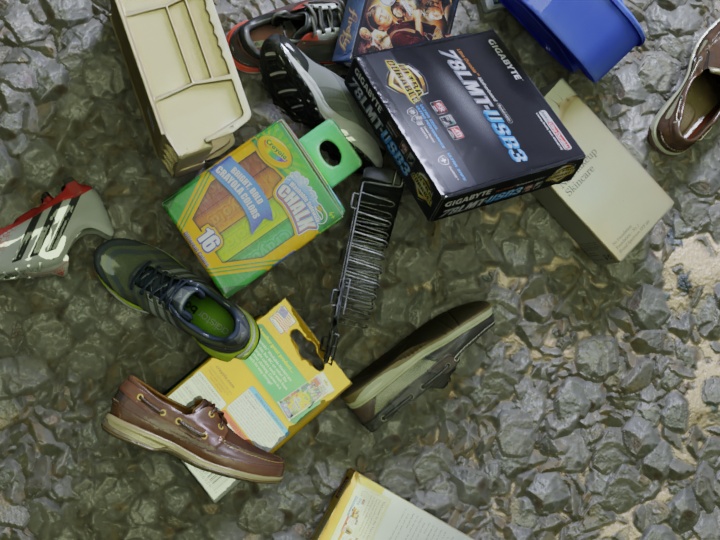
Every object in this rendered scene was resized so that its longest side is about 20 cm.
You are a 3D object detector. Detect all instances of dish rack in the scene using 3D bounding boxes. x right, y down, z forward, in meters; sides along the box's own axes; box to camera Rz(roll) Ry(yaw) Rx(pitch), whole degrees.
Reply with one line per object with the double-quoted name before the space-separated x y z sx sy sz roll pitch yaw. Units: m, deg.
"dish rack" 0.000 0.000 1.370 0.054 0.154 0.202 12 65 0

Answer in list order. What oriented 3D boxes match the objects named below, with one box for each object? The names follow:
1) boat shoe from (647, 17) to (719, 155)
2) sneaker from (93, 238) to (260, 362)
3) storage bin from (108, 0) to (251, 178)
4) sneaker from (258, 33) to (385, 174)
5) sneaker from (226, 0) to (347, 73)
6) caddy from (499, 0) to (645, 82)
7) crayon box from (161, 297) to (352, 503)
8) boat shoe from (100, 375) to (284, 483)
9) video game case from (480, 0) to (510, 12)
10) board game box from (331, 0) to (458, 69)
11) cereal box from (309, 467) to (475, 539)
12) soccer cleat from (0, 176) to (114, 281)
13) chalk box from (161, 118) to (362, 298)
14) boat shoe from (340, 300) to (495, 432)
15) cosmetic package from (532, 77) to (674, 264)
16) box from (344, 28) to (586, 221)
"boat shoe" 0.426 -0.226 1.528 0.074 0.075 0.204 32 82 -9
"sneaker" -0.194 0.023 1.349 0.199 0.081 0.074 29 78 3
"storage bin" -0.191 -0.212 1.332 0.093 0.200 0.201 -20 92 -11
"sneaker" -0.037 -0.193 1.417 0.200 0.074 0.080 44 66 -32
"sneaker" -0.051 -0.268 1.423 0.198 0.082 0.078 -21 92 -14
"caddy" 0.238 -0.309 1.443 0.200 0.141 0.105 41 94 -24
"crayon box" -0.125 0.141 1.409 0.200 0.052 0.126 -39 96 -10
"boat shoe" -0.168 0.169 1.336 0.198 0.072 0.068 21 86 -8
"video game case" 0.221 -0.401 1.520 0.198 0.018 0.145 -16 92 -12
"board game box" 0.050 -0.309 1.442 0.135 0.034 0.202 18 84 -39
"cereal box" 0.039 0.335 1.442 0.199 0.040 0.145 32 82 -10
"soccer cleat" -0.355 -0.017 1.359 0.199 0.069 0.086 -36 91 -16
"chalk box" -0.093 -0.081 1.367 0.199 0.124 0.125 -36 95 2
"boat shoe" 0.073 0.108 1.447 0.200 0.072 0.066 -33 105 -11
"cosmetic package" 0.257 -0.113 1.490 0.200 0.073 0.104 45 80 -8
"box" 0.112 -0.163 1.376 0.197 0.050 0.201 -17 63 -29
